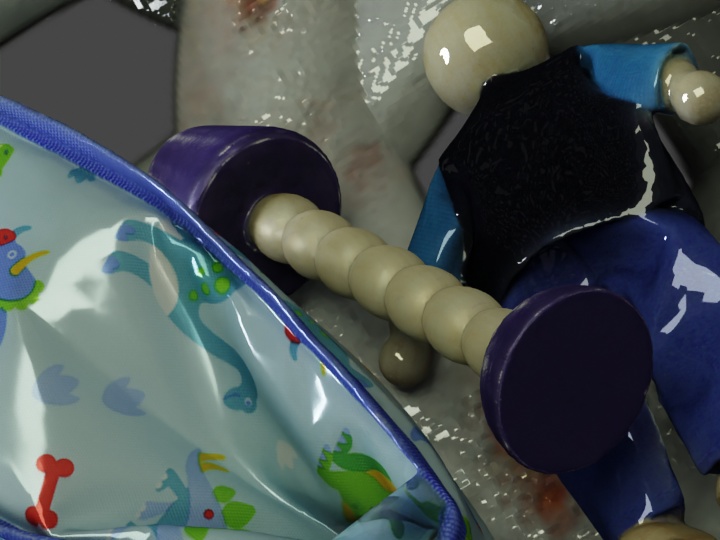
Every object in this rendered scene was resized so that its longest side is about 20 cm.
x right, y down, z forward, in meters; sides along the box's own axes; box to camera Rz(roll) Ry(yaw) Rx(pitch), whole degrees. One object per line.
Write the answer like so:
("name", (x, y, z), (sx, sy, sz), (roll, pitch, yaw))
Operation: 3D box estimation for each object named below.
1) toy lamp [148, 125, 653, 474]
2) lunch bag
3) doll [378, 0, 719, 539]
("toy lamp", (0.000, 0.000, 0.747), (0.058, 0.058, 0.200), (-50, 36, -9))
("lunch bag", (-0.038, 0.065, 0.692), (0.199, 0.170, 0.128), (24, 74, 26))
("doll", (0.060, -0.004, 0.760), (0.136, 0.048, 0.201), (-38, 54, 24))
